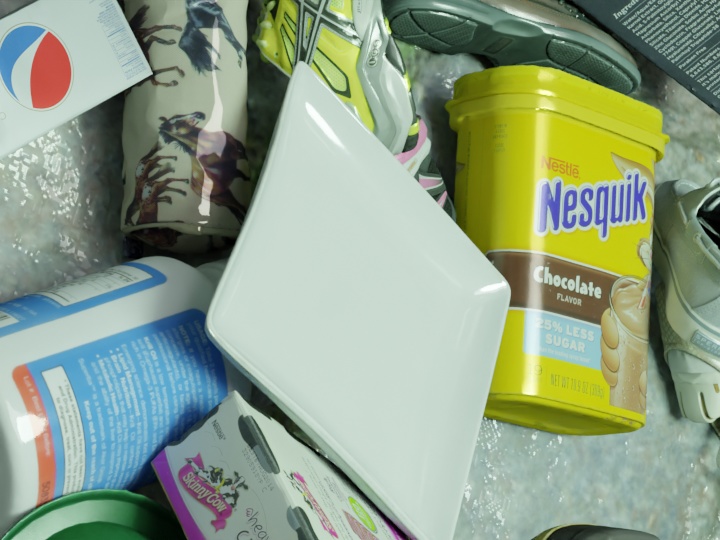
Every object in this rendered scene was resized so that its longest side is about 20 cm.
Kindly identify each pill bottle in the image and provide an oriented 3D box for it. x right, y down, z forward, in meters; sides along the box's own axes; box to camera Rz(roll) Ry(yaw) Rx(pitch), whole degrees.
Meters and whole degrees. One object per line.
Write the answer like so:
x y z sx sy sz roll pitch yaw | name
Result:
-0.126 0.057 1.183 0.199 0.112 0.113 -19 93 -39 | pill bottle

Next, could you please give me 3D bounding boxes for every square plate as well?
-0.001 0.022 1.230 0.198 0.028 0.201 46 41 -28 | square plate

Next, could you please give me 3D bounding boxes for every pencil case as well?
-0.095 -0.107 1.270 0.077 0.089 0.202 0 79 -11 | pencil case

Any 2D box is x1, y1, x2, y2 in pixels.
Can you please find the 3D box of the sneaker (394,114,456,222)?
0.000 0.000 1.329 0.200 0.080 0.087 -51 119 -32 | sneaker

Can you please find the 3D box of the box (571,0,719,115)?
0.203 -0.216 1.493 0.199 0.104 0.149 32 34 -33 | box

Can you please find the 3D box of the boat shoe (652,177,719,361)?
0.227 -0.016 1.467 0.070 0.072 0.201 27 24 -14 | boat shoe

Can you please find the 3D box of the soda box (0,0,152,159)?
-0.204 -0.082 1.177 0.200 0.068 0.064 -34 103 -40 | soda box

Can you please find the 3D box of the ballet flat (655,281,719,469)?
0.248 0.094 1.530 0.062 0.067 0.200 -49 112 -25 | ballet flat

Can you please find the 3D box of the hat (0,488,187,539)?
-0.063 0.196 1.056 0.166 0.175 0.201 -49 116 -31 | hat

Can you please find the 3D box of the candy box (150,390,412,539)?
-0.006 0.162 1.162 0.200 0.061 0.137 41 13 -46 | candy box

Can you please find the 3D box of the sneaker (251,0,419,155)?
-0.027 -0.152 1.283 0.076 0.075 0.201 -17 101 -3 | sneaker

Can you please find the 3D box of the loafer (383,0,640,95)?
0.099 -0.161 1.454 0.199 0.072 0.063 15 65 -35 | loafer

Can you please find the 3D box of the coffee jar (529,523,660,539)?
0.084 0.196 1.277 0.085 0.199 0.105 7 77 -39 | coffee jar

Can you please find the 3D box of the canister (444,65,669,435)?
0.118 -0.008 1.423 0.148 0.086 0.202 15 73 -42 | canister
